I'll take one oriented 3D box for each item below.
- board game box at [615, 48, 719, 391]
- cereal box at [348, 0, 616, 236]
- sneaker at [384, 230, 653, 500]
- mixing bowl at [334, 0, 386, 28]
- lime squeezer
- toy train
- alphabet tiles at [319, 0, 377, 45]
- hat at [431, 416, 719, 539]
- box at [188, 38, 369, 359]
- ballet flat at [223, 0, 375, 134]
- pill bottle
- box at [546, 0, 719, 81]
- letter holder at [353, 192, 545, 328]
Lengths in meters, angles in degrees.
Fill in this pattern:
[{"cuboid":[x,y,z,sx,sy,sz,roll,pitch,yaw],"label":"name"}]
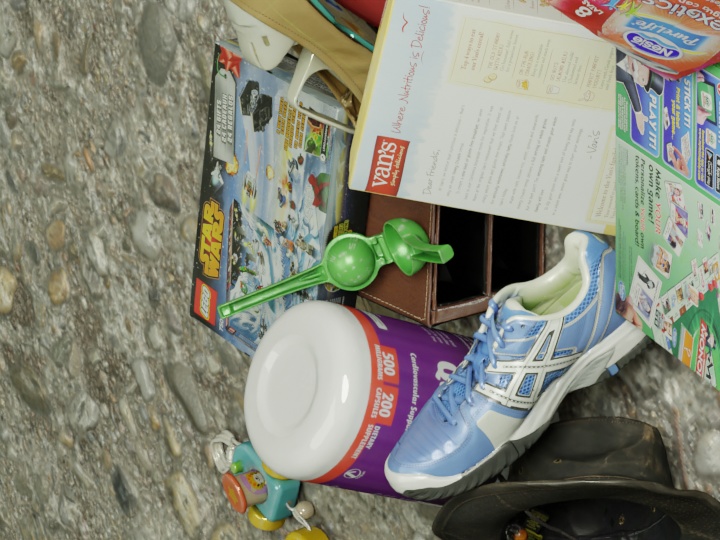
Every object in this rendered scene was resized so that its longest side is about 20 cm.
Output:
[{"cuboid":[0.188,-0.037,1.324,0.134,0.029,0.201,41,142,49],"label":"board game box"},{"cuboid":[0.101,-0.095,1.398,0.040,0.198,0.145,-86,9,-50],"label":"cereal box"},{"cuboid":[0.087,0.056,1.443,0.077,0.200,0.076,51,173,-33],"label":"sneaker"},{"cuboid":[0.058,-0.206,1.436,0.109,0.200,0.200,54,148,-16],"label":"mixing bowl"},{"cuboid":[0.000,0.000,1.494,0.199,0.071,0.038,-14,119,43],"label":"lime squeezer"},{"cuboid":[-0.080,0.221,1.878,0.150,0.055,0.202,-23,85,54],"label":"toy train"},{"cuboid":[-0.032,-0.176,1.579,0.167,0.008,0.200,37,175,44],"label":"alphabet tiles"},{"cuboid":[0.146,0.138,1.486,0.200,0.199,0.081,-37,36,53],"label":"hat"},{"cuboid":[-0.052,-0.037,1.584,0.137,0.040,0.202,32,123,43],"label":"box"},{"cuboid":[-0.032,-0.130,1.420,0.063,0.200,0.069,-53,34,0],"label":"ballet flat"},{"cuboid":[0.031,0.090,1.540,0.112,0.199,0.113,-20,63,47],"label":"pill bottle"},{"cuboid":[0.178,-0.213,1.239,0.099,0.095,0.201,-22,47,55],"label":"box"},{"cuboid":[0.022,-0.066,1.593,0.199,0.100,0.143,23,119,48],"label":"letter holder"}]
